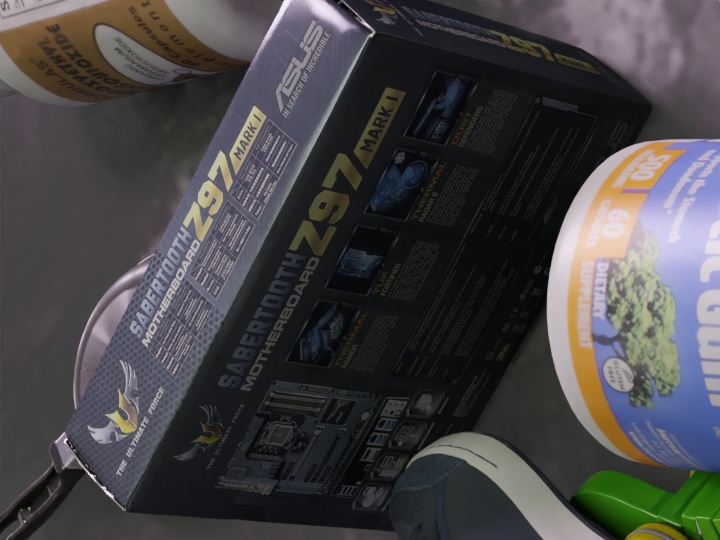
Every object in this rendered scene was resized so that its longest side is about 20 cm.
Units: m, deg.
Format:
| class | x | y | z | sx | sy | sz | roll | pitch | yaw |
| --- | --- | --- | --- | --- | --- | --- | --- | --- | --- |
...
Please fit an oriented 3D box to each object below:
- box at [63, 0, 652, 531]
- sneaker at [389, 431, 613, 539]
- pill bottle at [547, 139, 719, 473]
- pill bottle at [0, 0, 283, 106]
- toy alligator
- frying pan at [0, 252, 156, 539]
| class | x | y | z | sx | sy | sz | roll | pitch | yaw |
| --- | --- | --- | --- | --- | --- | --- | --- | --- | --- |
| box | 0.000 | 0.000 | 1.002 | 0.051 | 0.157 | 0.201 | 42 | 112 | 39 |
| sneaker | 0.015 | 0.131 | 0.949 | 0.202 | 0.146 | 0.077 | 33 | 146 | 64 |
| pill bottle | 0.168 | 0.013 | 0.873 | 0.199 | 0.112 | 0.113 | 1 | 84 | 44 |
| pill bottle | -0.108 | -0.130 | 1.154 | 0.199 | 0.114 | 0.115 | -9 | 77 | 42 |
| toy alligator | 0.155 | 0.098 | 0.915 | 0.199 | 0.059 | 0.054 | 0 | 124 | 44 |
| frying pan | -0.112 | 0.054 | 1.191 | 0.189 | 0.031 | 0.116 | -17 | 71 | 38 |
